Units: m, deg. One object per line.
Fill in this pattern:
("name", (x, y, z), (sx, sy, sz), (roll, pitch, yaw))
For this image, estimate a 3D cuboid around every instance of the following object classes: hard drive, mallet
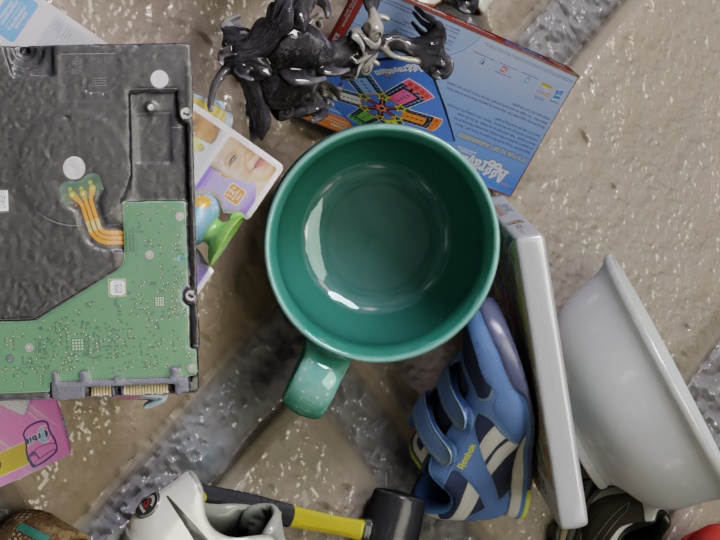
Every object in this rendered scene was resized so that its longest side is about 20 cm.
("hard drive", (-0.163, -0.028, 1.244), (0.139, 0.038, 0.201), (-2, 92, -8))
("mallet", (-0.044, 0.177, 1.473), (0.199, 0.041, 0.066), (8, 90, -34))

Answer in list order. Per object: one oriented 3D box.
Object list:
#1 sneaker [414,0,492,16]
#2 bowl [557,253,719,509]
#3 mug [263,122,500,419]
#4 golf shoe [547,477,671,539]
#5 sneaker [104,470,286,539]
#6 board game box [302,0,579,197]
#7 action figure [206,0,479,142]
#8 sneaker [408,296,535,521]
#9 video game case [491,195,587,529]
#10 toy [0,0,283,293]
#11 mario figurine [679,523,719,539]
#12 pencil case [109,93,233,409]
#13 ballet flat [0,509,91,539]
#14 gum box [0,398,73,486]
("sneaker", (0.085, -0.232, 1.533), (0.200, 0.073, 0.085), (-34, 115, -20))
("bowl", (0.191, 0.097, 1.586), (0.090, 0.201, 0.202), (-29, 115, 7))
("mug", (-0.001, -0.011, 1.435), (0.184, 0.114, 0.153), (-32, 94, 1))
("golf shoe", (0.176, 0.257, 1.612), (0.077, 0.094, 0.201), (13, 86, -39))
("sneaker", (-0.066, 0.201, 1.414), (0.089, 0.074, 0.200), (-47, 124, 3))
("board game box", (0.054, -0.124, 1.514), (0.199, 0.019, 0.103), (18, 107, -38))
("action figure", (-0.028, -0.151, 1.379), (0.199, 0.102, 0.119), (-15, 131, -34))
("sneaker", (0.075, 0.104, 1.494), (0.082, 0.074, 0.201), (-7, 132, -5))
("video game case", (0.118, 0.059, 1.512), (0.023, 0.182, 0.201), (-10, 101, -3))
("toy", (-0.157, -0.073, 1.286), (0.199, 0.047, 0.115), (35, 82, -3))
("mario figurine", (0.316, 0.274, 1.712), (0.200, 0.106, 0.124), (47, 30, -38))
("pencil case", (-0.140, -0.019, 1.351), (0.090, 0.083, 0.201), (14, 84, -21))
("ballet flat", (-0.157, 0.231, 1.363), (0.071, 0.065, 0.200), (-51, 121, -24))
("gum box", (-0.269, 0.083, 1.265), (0.199, 0.066, 0.114), (-23, 106, -36))
